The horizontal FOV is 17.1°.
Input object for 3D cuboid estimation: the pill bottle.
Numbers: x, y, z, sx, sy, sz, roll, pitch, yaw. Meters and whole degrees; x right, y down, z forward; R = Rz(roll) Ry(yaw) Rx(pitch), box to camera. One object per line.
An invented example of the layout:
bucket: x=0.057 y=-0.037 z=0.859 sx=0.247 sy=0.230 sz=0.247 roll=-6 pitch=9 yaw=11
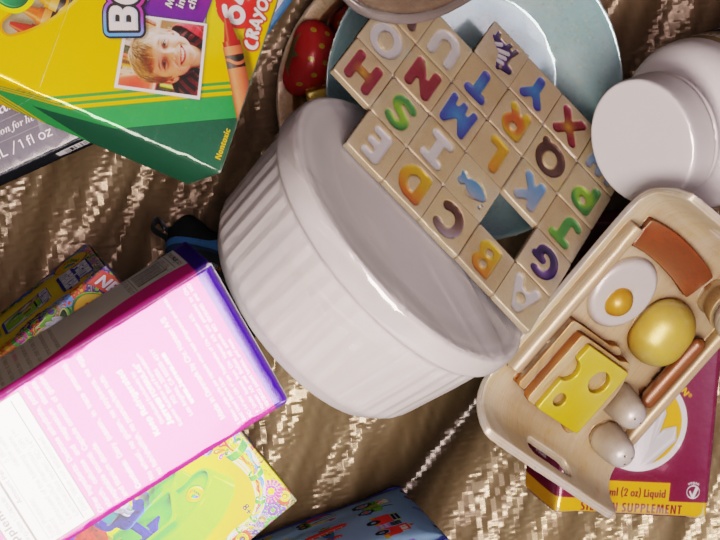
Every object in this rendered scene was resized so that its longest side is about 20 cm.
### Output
pill bottle: x=0.243 y=-0.104 z=1.573 sx=0.200 sy=0.111 sz=0.112 roll=-20 pitch=104 yaw=-45

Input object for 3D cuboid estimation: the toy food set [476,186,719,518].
toy food set: x=0.182 y=0.055 z=1.527 sx=0.143 sy=0.060 sz=0.200 roll=34 pitch=100 yaw=-39

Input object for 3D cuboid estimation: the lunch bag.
lunch bag: x=-0.047 y=0.215 z=1.582 sx=0.199 sy=0.151 sz=0.095 roll=-7 pitch=99 yaw=-10

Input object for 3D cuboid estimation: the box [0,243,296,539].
box: x=-0.183 y=0.124 z=1.559 sx=0.192 sy=0.122 sz=0.200 roll=-40 pitch=103 yaw=-5

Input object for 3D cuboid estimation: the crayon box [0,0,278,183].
crayon box: x=-0.135 y=-0.177 z=1.396 sx=0.172 sy=0.058 sz=0.201 roll=23 pitch=75 yaw=-21

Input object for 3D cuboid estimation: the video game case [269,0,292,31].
video game case: x=-0.128 y=-0.186 z=1.581 sx=0.143 sy=0.018 sz=0.200 roll=36 pitch=89 yaw=-14

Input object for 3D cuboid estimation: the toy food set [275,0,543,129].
toy food set: x=0.043 y=-0.114 z=1.609 sx=0.199 sy=0.049 sz=0.199 roll=-15 pitch=100 yaw=-10

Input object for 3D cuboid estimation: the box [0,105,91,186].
box: x=-0.204 y=-0.173 z=1.498 sx=0.199 sy=0.124 sz=0.197 roll=-25 pitch=92 yaw=-3

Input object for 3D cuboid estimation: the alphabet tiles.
alphabet tiles: x=0.072 y=-0.084 z=1.501 sx=0.200 sy=0.008 sz=0.167 roll=46 pitch=50 yaw=-13

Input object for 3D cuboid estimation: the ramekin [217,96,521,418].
ramekin: x=0.000 y=0.000 z=1.468 sx=0.094 sy=0.203 sz=0.202 roll=-39 pitch=105 yaw=24

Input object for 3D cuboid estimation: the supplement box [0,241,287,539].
supplement box: x=-0.159 y=0.082 z=1.444 sx=0.199 sy=0.101 sz=0.104 roll=-31 pitch=103 yaw=-7

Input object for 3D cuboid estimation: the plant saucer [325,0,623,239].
plant saucer: x=0.072 y=-0.120 z=1.570 sx=0.200 sy=0.039 sz=0.202 roll=-2 pitch=98 yaw=-12

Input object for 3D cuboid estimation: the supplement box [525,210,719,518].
supplement box: x=0.183 y=0.062 z=1.642 sx=0.110 sy=0.086 sz=0.201 roll=3 pitch=97 yaw=-11

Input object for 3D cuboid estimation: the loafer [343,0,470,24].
loafer: x=0.071 y=-0.212 z=1.491 sx=0.199 sy=0.071 sz=0.073 roll=-18 pitch=71 yaw=-25

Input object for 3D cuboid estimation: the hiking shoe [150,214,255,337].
hiking shoe: x=-0.039 y=0.006 z=1.595 sx=0.199 sy=0.074 sz=0.087 roll=8 pitch=58 yaw=-29
